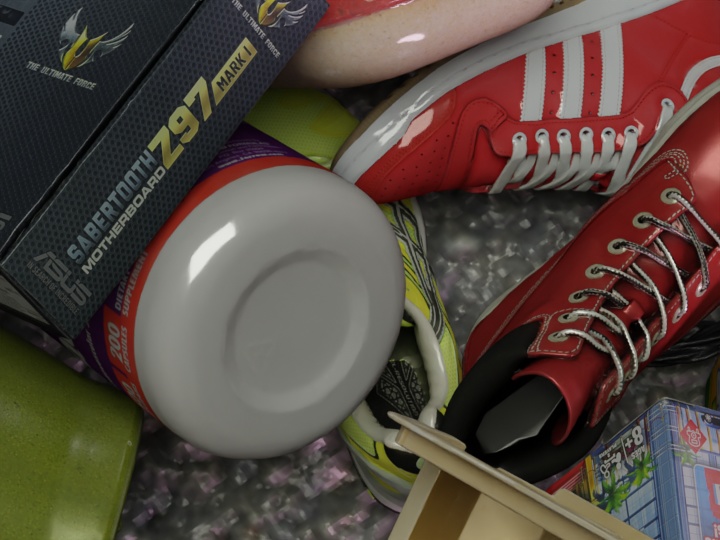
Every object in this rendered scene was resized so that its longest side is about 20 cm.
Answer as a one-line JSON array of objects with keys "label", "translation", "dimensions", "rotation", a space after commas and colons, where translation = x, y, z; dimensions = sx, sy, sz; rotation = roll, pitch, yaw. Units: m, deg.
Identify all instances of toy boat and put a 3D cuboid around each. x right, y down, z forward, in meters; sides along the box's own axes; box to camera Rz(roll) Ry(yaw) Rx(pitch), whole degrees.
[{"label": "toy boat", "translation": [-0.015, -0.147, 1.049], "dimensions": [0.130, 0.200, 0.131], "rotation": [-24, 104, -27]}]

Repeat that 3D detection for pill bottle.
[{"label": "pill bottle", "translation": [-0.078, -0.013, 1.023], "dimensions": [0.112, 0.113, 0.200], "rotation": [-46, 40, -11]}]

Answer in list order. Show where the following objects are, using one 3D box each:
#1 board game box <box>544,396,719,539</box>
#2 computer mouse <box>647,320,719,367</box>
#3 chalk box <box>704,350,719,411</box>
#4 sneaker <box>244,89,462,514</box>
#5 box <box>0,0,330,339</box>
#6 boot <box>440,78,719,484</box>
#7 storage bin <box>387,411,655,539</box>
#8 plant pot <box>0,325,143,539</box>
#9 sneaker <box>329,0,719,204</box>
[{"label": "board game box", "translation": [0.088, 0.185, 0.939], "dimensions": [0.062, 0.200, 0.200], "rotation": [17, 44, -35]}, {"label": "computer mouse", "translation": [0.204, 0.017, 1.094], "dimensions": [0.199, 0.034, 0.059], "rotation": [-6, 66, 6]}, {"label": "chalk box", "translation": [0.195, 0.127, 1.011], "dimensions": [0.124, 0.124, 0.201], "rotation": [2, 74, 2]}, {"label": "sneaker", "translation": [0.000, 0.000, 1.075], "dimensions": [0.075, 0.076, 0.201], "rotation": [-26, 75, -4]}, {"label": "box", "translation": [-0.127, -0.071, 0.987], "dimensions": [0.200, 0.051, 0.158], "rotation": [21, 68, 47]}, {"label": "boot", "translation": [0.113, 0.001, 0.974], "dimensions": [0.200, 0.144, 0.072], "rotation": [-43, 93, 15]}, {"label": "storage bin", "translation": [0.046, 0.175, 0.856], "dimensions": [0.198, 0.094, 0.201], "rotation": [27, 93, 45]}, {"label": "plant pot", "translation": [-0.190, 0.085, 1.009], "dimensions": [0.192, 0.200, 0.201], "rotation": [17, 75, -7]}, {"label": "sneaker", "translation": [0.091, -0.046, 1.071], "dimensions": [0.200, 0.071, 0.113], "rotation": [-27, 76, -26]}]
